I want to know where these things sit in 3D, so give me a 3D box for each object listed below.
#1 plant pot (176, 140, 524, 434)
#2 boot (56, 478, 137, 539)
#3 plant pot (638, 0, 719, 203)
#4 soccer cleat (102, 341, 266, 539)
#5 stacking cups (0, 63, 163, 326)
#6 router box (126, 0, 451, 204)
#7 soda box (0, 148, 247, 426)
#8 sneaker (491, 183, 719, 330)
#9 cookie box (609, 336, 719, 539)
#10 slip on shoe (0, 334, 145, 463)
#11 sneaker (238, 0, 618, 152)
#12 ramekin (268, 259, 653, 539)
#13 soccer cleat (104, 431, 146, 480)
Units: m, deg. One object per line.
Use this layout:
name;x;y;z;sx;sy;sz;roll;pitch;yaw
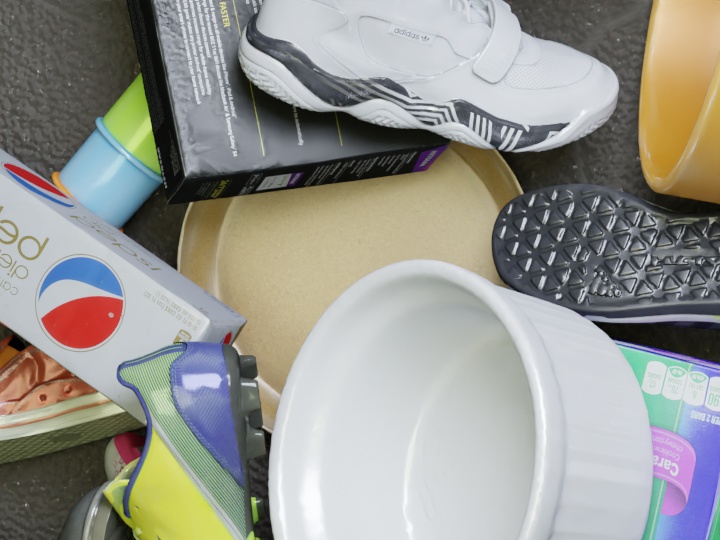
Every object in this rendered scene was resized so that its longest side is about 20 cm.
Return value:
plant pot;0.000;0.000;1.591;0.199;0.027;0.201;0;90;10
boot;-0.213;0.158;1.570;0.199;0.073;0.182;20;129;16
plant pot;0.254;-0.120;1.477;0.182;0.200;0.201;11;92;-6
soccer cleat;-0.089;0.129;1.497;0.083;0.065;0.201;-3;112;-3
stacking cups;-0.138;-0.053;1.596;0.060;0.060;0.200;44;96;7
router box;-0.046;-0.144;1.541;0.149;0.051;0.201;-8;77;-18
soda box;-0.163;0.000;1.547;0.200;0.064;0.068;34;98;15
sneaker;0.167;0.006;1.535;0.199;0.083;0.072;8;75;19
cookie box;0.130;0.139;1.503;0.171;0.075;0.201;13;92;45
slip on shoe;-0.194;0.069;1.604;0.199;0.074;0.061;-14;75;6
sneaker;0.046;-0.130;1.468;0.199;0.075;0.115;9;127;-13
ramekin;0.053;0.100;1.465;0.200;0.097;0.201;-14;71;47
soccer cleat;-0.083;0.179;1.582;0.086;0.070;0.200;-45;82;12
